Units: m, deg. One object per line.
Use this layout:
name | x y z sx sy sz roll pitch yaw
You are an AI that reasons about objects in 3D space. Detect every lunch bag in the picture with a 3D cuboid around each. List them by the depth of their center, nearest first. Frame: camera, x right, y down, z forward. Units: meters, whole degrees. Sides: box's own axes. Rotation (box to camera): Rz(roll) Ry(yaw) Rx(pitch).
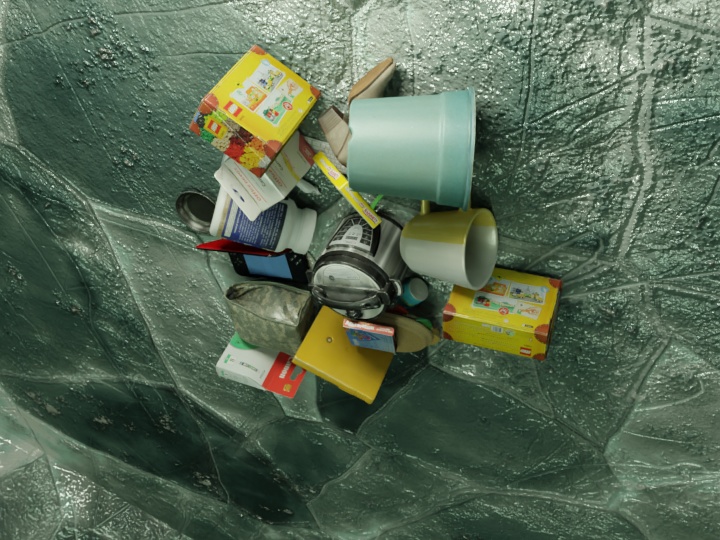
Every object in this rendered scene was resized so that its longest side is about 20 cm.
lunch bag | -0.212 0.103 1.801 0.200 0.118 0.164 14 148 12

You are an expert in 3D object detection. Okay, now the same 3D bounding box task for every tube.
tube | 0.069 0.073 1.693 0.077 0.050 0.200 38 143 -14

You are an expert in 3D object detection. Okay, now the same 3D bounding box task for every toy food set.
toy food set | 0.067 0.124 1.694 0.200 0.049 0.198 1 153 25

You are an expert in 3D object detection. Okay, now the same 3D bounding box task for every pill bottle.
pill bottle | -0.197 -0.103 1.579 0.200 0.116 0.116 15 140 -12

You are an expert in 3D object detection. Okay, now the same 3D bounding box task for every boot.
boot | 0.028 -0.257 1.359 0.200 0.070 0.146 -34 112 32

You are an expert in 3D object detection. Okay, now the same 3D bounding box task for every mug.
mug | 0.164 -0.064 1.464 0.153 0.187 0.149 8 168 33

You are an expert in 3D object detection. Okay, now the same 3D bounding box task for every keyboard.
keyboard | -0.062 -0.221 1.495 0.200 0.011 0.056 18 137 11

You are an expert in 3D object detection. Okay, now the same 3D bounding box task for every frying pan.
frying pan | -0.332 -0.147 1.695 0.115 0.031 0.190 41 133 -14

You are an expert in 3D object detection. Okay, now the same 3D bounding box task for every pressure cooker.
pressure cooker | 0.001 0.002 1.539 0.179 0.200 0.176 37 141 -10

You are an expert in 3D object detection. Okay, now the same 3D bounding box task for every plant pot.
plant pot | 0.080 -0.199 1.262 0.196 0.200 0.200 2 135 2

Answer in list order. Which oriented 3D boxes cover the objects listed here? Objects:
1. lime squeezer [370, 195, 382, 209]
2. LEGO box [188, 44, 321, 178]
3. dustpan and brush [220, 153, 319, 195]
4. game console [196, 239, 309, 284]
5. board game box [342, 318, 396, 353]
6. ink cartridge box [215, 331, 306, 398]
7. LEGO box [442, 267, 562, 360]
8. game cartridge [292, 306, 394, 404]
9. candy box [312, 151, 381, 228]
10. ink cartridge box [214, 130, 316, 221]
lime squeezer | 0.036 -0.191 1.457 0.071 0.038 0.200 22 139 35
LEGO box | -0.179 -0.281 1.356 0.149 0.200 0.077 35 137 -7
dustpan and brush | -0.175 -0.197 1.555 0.200 0.057 0.140 37 150 0
game console | -0.231 -0.013 1.708 0.200 0.119 0.173 7 134 23
board game box | 0.023 0.139 1.626 0.103 0.019 0.200 9 165 7
ink cartridge box | -0.227 0.210 1.895 0.200 0.161 0.050 14 140 15
LEGO box | 0.272 0.075 1.495 0.200 0.149 0.077 12 136 18
game cartridge | -0.032 0.187 1.756 0.200 0.176 0.032 30 137 -1
candy box | -0.027 -0.150 1.416 0.026 0.200 0.102 -39 119 2
ink cartridge box | -0.170 -0.192 1.427 0.067 0.200 0.117 -25 113 38
